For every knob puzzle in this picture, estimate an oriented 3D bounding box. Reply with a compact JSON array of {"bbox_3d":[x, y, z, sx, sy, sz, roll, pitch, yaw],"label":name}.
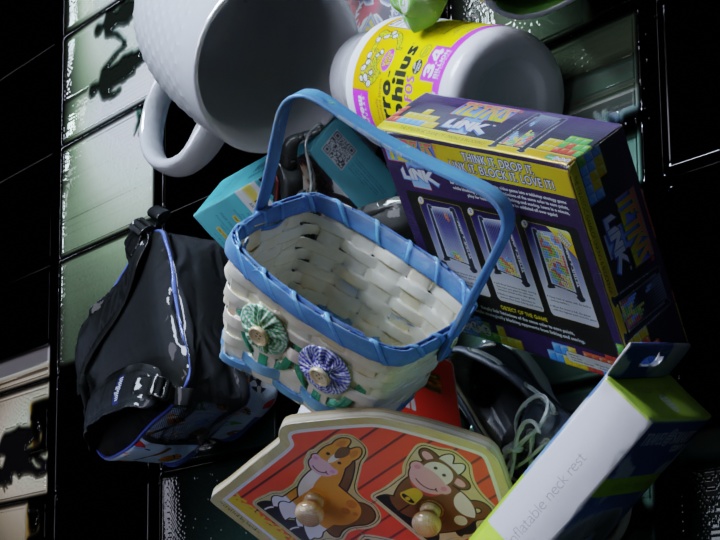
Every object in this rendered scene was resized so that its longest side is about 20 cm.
[{"bbox_3d":[0.020,0.167,1.363,0.220,0.218,0.031,-52,11,40],"label":"knob puzzle"}]

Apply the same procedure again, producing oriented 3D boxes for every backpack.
[{"bbox_3d":[-0.170,0.079,1.796,0.190,0.153,0.202,-38,47,39],"label":"backpack"}]

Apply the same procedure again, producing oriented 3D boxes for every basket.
[{"bbox_3d":[0.000,0.000,1.354,0.175,0.139,0.202,29,117,19],"label":"basket"}]

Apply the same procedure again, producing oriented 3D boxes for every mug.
[{"bbox_3d":[-0.117,-0.169,1.630,0.175,0.147,0.201,37,102,52],"label":"mug"}]

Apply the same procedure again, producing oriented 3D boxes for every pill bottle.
[{"bbox_3d":[0.056,-0.134,1.509,0.199,0.103,0.105,17,99,58],"label":"pill bottle"}]

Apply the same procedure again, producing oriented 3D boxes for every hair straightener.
[{"bbox_3d":[-0.044,-0.018,1.593,0.077,0.041,0.202,42,129,49],"label":"hair straightener"}]

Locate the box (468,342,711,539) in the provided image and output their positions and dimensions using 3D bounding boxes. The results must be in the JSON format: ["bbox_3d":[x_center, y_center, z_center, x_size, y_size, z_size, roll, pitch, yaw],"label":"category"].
[{"bbox_3d":[0.139,0.134,1.271,0.048,0.122,0.201,44,107,21],"label":"box"}]

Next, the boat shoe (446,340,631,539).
[{"bbox_3d":[0.118,0.114,1.403,0.075,0.061,0.201,-63,38,27],"label":"boat shoe"}]

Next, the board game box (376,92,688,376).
[{"bbox_3d":[0.112,-0.025,1.350,0.199,0.057,0.167,17,133,51],"label":"board game box"}]

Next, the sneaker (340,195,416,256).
[{"bbox_3d":[0.015,0.003,1.597,0.200,0.075,0.080,-46,56,57],"label":"sneaker"}]

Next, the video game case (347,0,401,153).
[{"bbox_3d":[-0.011,-0.203,1.707,0.182,0.023,0.202,47,124,51],"label":"video game case"}]

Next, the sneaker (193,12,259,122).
[{"bbox_3d":[-0.078,-0.202,1.742,0.099,0.069,0.202,33,115,47],"label":"sneaker"}]

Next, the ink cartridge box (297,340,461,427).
[{"bbox_3d":[0.007,0.141,1.485,0.159,0.047,0.202,19,127,41],"label":"ink cartridge box"}]

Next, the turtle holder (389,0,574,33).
[{"bbox_3d":[0.095,-0.245,1.408,0.184,0.141,0.133,-13,65,11],"label":"turtle holder"}]

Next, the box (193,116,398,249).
[{"bbox_3d":[-0.054,-0.057,1.686,0.049,0.082,0.199,-51,15,-32],"label":"box"}]

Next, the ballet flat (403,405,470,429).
[{"bbox_3d":[0.025,0.122,1.551,0.200,0.068,0.069,-45,21,48],"label":"ballet flat"}]
